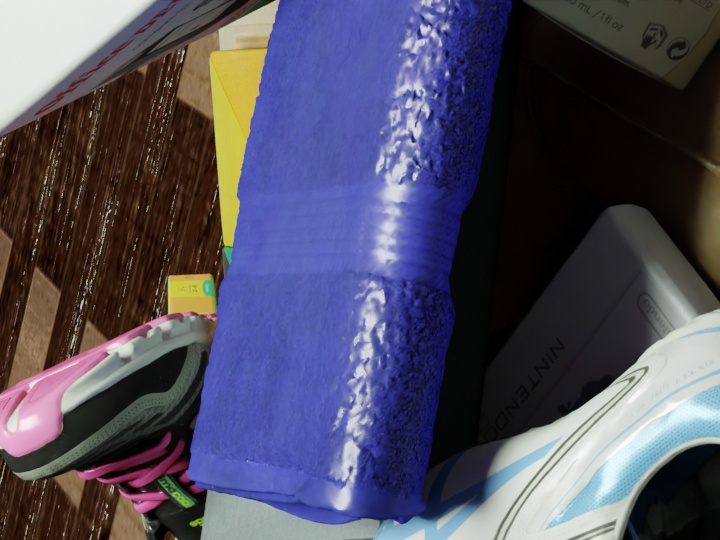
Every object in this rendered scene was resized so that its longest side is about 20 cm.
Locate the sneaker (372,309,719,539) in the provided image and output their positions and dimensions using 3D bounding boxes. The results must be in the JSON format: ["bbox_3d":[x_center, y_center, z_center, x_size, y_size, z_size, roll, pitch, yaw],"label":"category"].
[{"bbox_3d":[0.064,0.082,0.671,0.200,0.072,0.073,-41,33,38],"label":"sneaker"}]

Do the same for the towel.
[{"bbox_3d":[0.003,-0.020,0.720,0.148,0.050,0.200,179,103,-67],"label":"towel"}]

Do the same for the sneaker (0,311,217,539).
[{"bbox_3d":[-0.072,0.067,0.887,0.074,0.200,0.088,-23,84,18],"label":"sneaker"}]

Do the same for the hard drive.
[{"bbox_3d":[0.000,0.000,0.811,0.140,0.033,0.200,-14,65,57],"label":"hard drive"}]

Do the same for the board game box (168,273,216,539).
[{"bbox_3d":[-0.070,0.104,1.026,0.200,0.030,0.096,-102,12,-46],"label":"board game box"}]

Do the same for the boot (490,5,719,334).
[{"bbox_3d":[0.089,-0.027,0.797,0.200,0.066,0.175,41,119,60],"label":"boot"}]

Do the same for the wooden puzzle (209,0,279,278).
[{"bbox_3d":[-0.026,-0.031,0.969,0.185,0.037,0.200,-169,79,-66],"label":"wooden puzzle"}]

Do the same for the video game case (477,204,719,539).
[{"bbox_3d":[0.086,0.112,0.720,0.182,0.024,0.200,-55,51,31],"label":"video game case"}]

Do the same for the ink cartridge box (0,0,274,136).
[{"bbox_3d":[-0.061,-0.141,0.841,0.145,0.200,0.084,-33,91,41],"label":"ink cartridge box"}]

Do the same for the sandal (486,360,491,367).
[{"bbox_3d":[0.037,0.067,0.828,0.200,0.048,0.075,31,117,40],"label":"sandal"}]

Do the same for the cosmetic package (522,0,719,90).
[{"bbox_3d":[0.114,-0.171,0.728,0.200,0.073,0.104,-55,31,16],"label":"cosmetic package"}]
